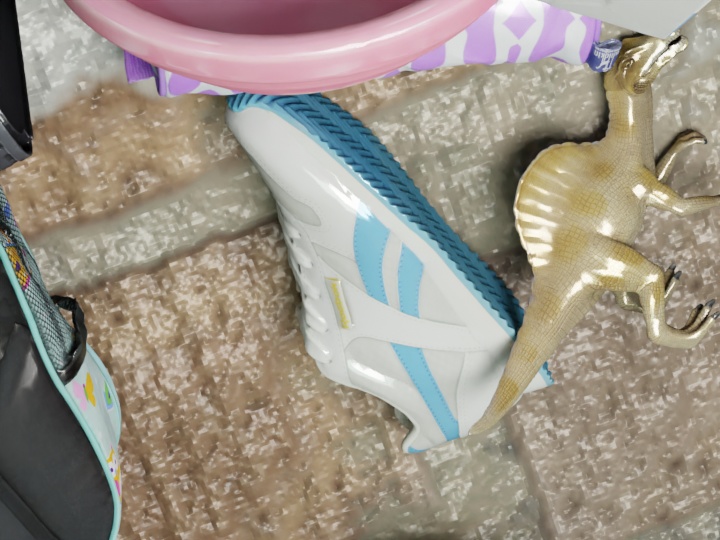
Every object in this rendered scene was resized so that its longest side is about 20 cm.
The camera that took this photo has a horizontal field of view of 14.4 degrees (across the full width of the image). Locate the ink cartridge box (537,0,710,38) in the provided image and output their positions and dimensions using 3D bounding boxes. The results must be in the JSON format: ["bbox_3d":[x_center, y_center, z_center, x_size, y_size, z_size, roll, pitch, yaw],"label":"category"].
[{"bbox_3d":[0.123,-0.201,1.086,0.067,0.116,0.201,16,84,-3],"label":"ink cartridge box"}]

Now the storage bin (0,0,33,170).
[{"bbox_3d":[-0.197,-0.110,1.058,0.093,0.200,0.136,-27,119,6],"label":"storage bin"}]

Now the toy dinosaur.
[{"bbox_3d":[0.104,-0.006,1.238,0.101,0.058,0.201,28,80,-24],"label":"toy dinosaur"}]

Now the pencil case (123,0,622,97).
[{"bbox_3d":[0.003,-0.116,1.166,0.198,0.085,0.086,-3,163,-8],"label":"pencil case"}]

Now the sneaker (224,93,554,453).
[{"bbox_3d":[0.000,0.000,1.227,0.081,0.077,0.200,-35,116,11],"label":"sneaker"}]

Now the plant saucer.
[{"bbox_3d":[-0.025,-0.138,1.087,0.199,0.201,0.051,-12,139,-4],"label":"plant saucer"}]

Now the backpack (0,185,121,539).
[{"bbox_3d":[-0.191,0.056,1.175,0.175,0.153,0.201,-25,113,4],"label":"backpack"}]
